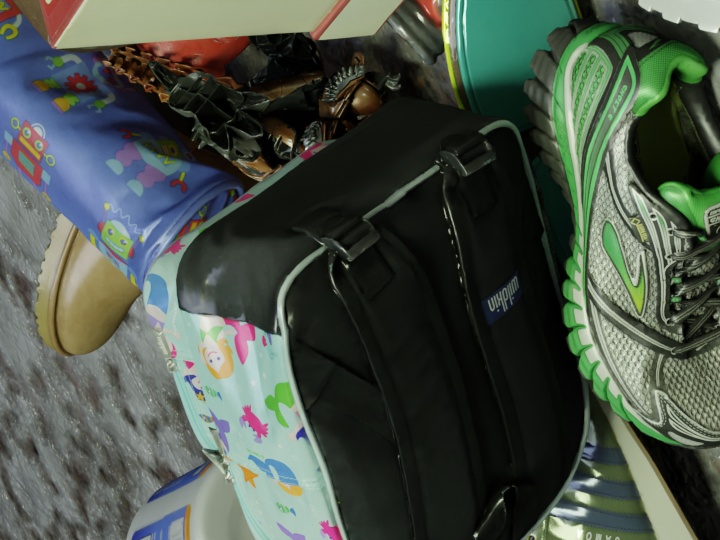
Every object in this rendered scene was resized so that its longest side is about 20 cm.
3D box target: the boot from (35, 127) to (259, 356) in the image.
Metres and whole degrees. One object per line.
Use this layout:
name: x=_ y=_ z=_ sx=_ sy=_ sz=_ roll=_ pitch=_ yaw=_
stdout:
boot: x=-0.076 y=0.014 z=1.577 sx=0.200 sy=0.066 sz=0.175 roll=28 pitch=127 yaw=18

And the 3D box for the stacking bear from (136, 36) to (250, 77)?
stacking bear: x=-0.125 y=-0.192 z=1.529 sx=0.200 sy=0.114 sz=0.121 roll=52 pitch=153 yaw=10

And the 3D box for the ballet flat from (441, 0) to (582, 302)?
ballet flat: x=0.081 y=-0.068 z=1.322 sx=0.067 sy=0.067 sz=0.200 roll=-130 pitch=17 yaw=-73

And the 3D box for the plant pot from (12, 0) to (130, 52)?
plant pot: x=-0.136 y=-0.215 z=1.382 sx=0.200 sy=0.186 sz=0.187 roll=70 pitch=156 yaw=12

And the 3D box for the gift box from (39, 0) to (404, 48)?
gift box: x=-0.049 y=-0.205 z=1.246 sx=0.200 sy=0.186 sz=0.185 roll=142 pitch=118 yaw=-61

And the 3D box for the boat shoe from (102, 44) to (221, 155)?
boat shoe: x=-0.099 y=-0.061 z=1.642 sx=0.060 sy=0.072 sz=0.202 roll=26 pitch=143 yaw=54

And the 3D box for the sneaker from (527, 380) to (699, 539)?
sneaker: x=0.097 y=0.103 z=1.383 sx=0.200 sy=0.090 sz=0.067 roll=60 pitch=-177 yaw=-12

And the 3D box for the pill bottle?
pill bottle: x=-0.082 y=0.175 z=1.793 sx=0.112 sy=0.112 sz=0.200 roll=61 pitch=155 yaw=2

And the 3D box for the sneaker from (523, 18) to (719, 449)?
sneaker: x=0.132 y=-0.011 z=1.259 sx=0.085 sy=0.078 sz=0.200 roll=12 pitch=125 yaw=57

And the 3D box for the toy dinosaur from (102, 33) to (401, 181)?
toy dinosaur: x=-0.043 y=-0.076 z=1.449 sx=0.136 sy=0.199 sz=0.102 roll=57 pitch=-145 yaw=-61

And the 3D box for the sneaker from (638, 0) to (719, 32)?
sneaker: x=0.131 y=-0.153 z=1.136 sx=0.200 sy=0.076 sz=0.081 roll=31 pitch=131 yaw=45

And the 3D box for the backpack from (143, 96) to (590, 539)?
backpack: x=0.009 y=0.043 z=1.286 sx=0.150 sy=0.177 sz=0.200 roll=8 pitch=127 yaw=49

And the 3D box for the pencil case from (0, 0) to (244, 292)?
pencil case: x=-0.144 y=-0.074 z=1.519 sx=0.200 sy=0.087 sz=0.078 roll=44 pitch=138 yaw=19

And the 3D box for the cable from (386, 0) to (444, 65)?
cable: x=0.001 y=-0.166 z=1.417 sx=0.097 sy=0.050 sz=0.200 roll=58 pitch=172 yaw=-33
